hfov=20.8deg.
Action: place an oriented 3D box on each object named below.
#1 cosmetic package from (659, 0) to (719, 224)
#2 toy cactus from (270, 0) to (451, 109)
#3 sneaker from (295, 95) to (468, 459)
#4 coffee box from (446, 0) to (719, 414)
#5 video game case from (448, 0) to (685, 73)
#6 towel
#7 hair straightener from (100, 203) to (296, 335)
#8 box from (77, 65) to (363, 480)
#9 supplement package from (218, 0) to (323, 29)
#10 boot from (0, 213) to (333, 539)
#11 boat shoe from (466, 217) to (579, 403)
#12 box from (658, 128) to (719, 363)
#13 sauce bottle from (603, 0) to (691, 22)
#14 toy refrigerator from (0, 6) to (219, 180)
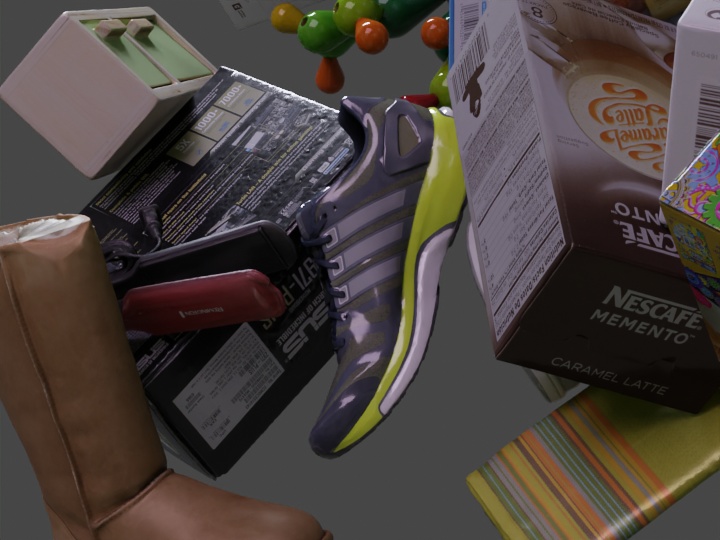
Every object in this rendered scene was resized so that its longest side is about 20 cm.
[{"bbox_3d":[0.200,-0.103,0.907,0.071,0.102,0.200,12,34,19],"label":"cosmetic package"},{"bbox_3d":[0.042,-0.157,1.203,0.165,0.102,0.200,-22,34,-14],"label":"toy cactus"},{"bbox_3d":[0.000,0.000,1.024,0.074,0.081,0.201,134,153,-73],"label":"sneaker"},{"bbox_3d":[0.117,-0.041,0.944,0.200,0.114,0.080,-97,30,-44],"label":"coffee box"},{"bbox_3d":[0.145,-0.180,1.086,0.199,0.018,0.143,-10,58,21],"label":"video game case"},{"bbox_3d":[0.150,0.071,0.934,0.200,0.018,0.086,-36,43,-1],"label":"towel"},{"bbox_3d":[-0.120,0.005,1.046,0.200,0.041,0.077,-15,42,30],"label":"hair straightener"},{"bbox_3d":[-0.081,-0.004,1.118,0.200,0.086,0.164,-48,41,-16],"label":"box"},{"bbox_3d":[-0.017,-0.269,1.316,0.200,0.120,0.121,-16,41,22],"label":"supplement package"},{"bbox_3d":[-0.115,0.070,0.975,0.175,0.201,0.066,-10,14,29],"label":"boot"},{"bbox_3d":[0.099,-0.017,1.015,0.065,0.074,0.202,-24,33,20],"label":"boat shoe"},{"bbox_3d":[0.247,-0.019,0.799,0.122,0.193,0.200,31,72,38],"label":"box"},{"bbox_3d":[0.209,-0.193,1.011,0.200,0.066,0.066,-28,39,8],"label":"sauce bottle"},{"bbox_3d":[-0.143,-0.114,1.195,0.070,0.076,0.200,-47,-1,12],"label":"toy refrigerator"}]
